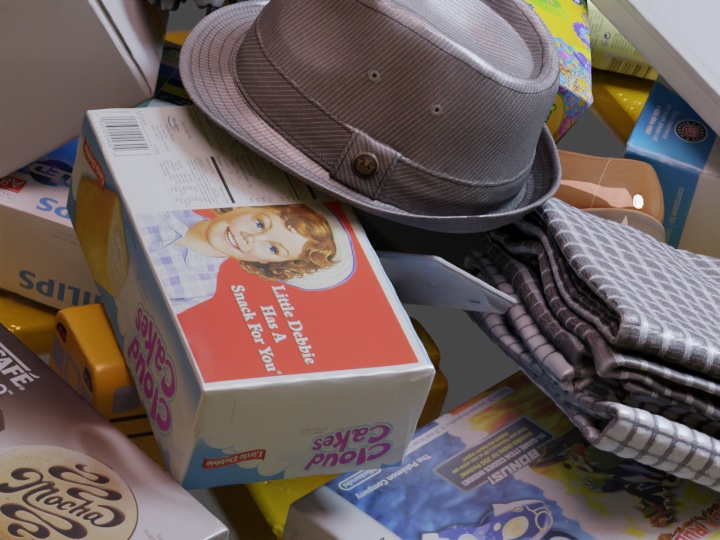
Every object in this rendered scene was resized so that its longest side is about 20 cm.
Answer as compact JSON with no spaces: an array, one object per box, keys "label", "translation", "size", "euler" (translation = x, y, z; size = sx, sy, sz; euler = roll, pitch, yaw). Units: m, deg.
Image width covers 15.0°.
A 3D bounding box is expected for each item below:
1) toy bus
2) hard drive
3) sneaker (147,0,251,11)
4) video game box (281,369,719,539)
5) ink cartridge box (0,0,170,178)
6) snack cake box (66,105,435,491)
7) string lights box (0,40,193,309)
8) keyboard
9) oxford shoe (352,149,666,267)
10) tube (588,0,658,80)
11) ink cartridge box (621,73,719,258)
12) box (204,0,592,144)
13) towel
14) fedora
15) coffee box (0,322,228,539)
[{"label":"toy bus","translation":[-0.053,0.050,1.370],"size":[0.199,0.078,0.065],"euler":[-8,40,-25]},{"label":"hard drive","translation":[0.231,-0.111,1.555],"size":[0.132,0.027,0.200],"euler":[-1,36,-33]},{"label":"sneaker","translation":[-0.086,-0.204,1.481],"size":[0.071,0.098,0.201],"euler":[4,25,-5]},{"label":"video game box","translation":[0.092,0.136,1.322],"size":[0.182,0.047,0.200],"euler":[35,41,27]},{"label":"ink cartridge box","translation":[-0.200,-0.155,1.479],"size":[0.146,0.146,0.200],"euler":[-27,22,12]},{"label":"snack cake box","translation":[-0.057,0.007,1.303],"size":[0.115,0.067,0.200],"euler":[-3,43,-23]},{"label":"string lights box","translation":[-0.127,-0.052,1.507],"size":[0.102,0.059,0.200],"euler":[18,36,8]},{"label":"keyboard","translation":[0.000,0.000,1.407],"size":[0.056,0.011,0.200],"euler":[35,-17,-31]},{"label":"oxford shoe","translation":[0.068,-0.035,1.507],"size":[0.199,0.071,0.071],"euler":[3,55,3]},{"label":"tube","translation":[0.107,-0.164,1.723],"size":[0.199,0.058,0.052],"euler":[11,2,-6]},{"label":"ink cartridge box","translation":[0.254,-0.044,1.581],"size":[0.199,0.084,0.145],"euler":[19,36,9]},{"label":"box","translation":[0.024,-0.159,1.584],"size":[0.192,0.122,0.200],"euler":[32,31,-17]},{"label":"towel","translation":[0.154,0.035,1.375],"size":[0.165,0.086,0.200],"euler":[20,14,-25]},{"label":"fedora","translation":[0.019,-0.107,1.348],"size":[0.200,0.090,0.177],"euler":[32,34,8]},{"label":"coffee box","translation":[-0.168,0.110,1.253],"size":[0.113,0.080,0.200],"euler":[-23,48,-36]}]
